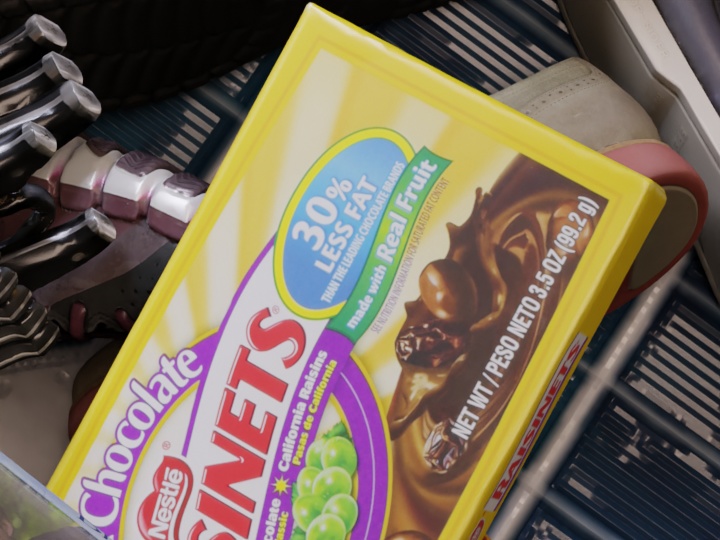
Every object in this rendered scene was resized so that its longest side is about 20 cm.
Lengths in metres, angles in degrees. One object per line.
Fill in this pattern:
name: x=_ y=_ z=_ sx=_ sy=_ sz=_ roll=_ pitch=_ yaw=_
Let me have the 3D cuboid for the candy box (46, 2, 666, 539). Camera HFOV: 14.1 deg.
candy box: x=-0.016 y=0.045 z=0.716 sx=0.102 sy=0.026 sz=0.201 roll=28 pitch=90 yaw=19

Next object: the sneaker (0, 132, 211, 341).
sneaker: x=-0.093 y=0.019 z=0.801 sx=0.199 sy=0.076 sz=0.116 roll=23 pitch=85 yaw=30

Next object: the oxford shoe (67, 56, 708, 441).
oxford shoe: x=0.000 y=0.000 z=0.862 sx=0.199 sy=0.071 sz=0.075 roll=-22 pitch=53 yaw=-12

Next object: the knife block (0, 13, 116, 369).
knife block: x=-0.170 y=-0.009 z=0.751 sx=0.199 sy=0.064 sz=0.176 roll=12 pitch=66 yaw=23

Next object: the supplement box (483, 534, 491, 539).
supplement box: x=-0.018 y=0.167 z=0.779 sx=0.110 sy=0.086 sz=0.200 roll=46 pitch=58 yaw=-1

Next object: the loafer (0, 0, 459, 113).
loafer: x=-0.041 y=-0.103 z=0.866 sx=0.199 sy=0.073 sz=0.072 roll=-15 pitch=66 yaw=-25

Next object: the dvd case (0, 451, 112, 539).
dvd case: x=-0.088 y=0.130 z=0.678 sx=0.200 sy=0.018 sz=0.143 roll=39 pitch=89 yaw=-5

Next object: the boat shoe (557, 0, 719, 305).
boat shoe: x=0.131 y=-0.029 z=0.885 sx=0.063 sy=0.073 sz=0.200 roll=-27 pitch=82 yaw=-14
